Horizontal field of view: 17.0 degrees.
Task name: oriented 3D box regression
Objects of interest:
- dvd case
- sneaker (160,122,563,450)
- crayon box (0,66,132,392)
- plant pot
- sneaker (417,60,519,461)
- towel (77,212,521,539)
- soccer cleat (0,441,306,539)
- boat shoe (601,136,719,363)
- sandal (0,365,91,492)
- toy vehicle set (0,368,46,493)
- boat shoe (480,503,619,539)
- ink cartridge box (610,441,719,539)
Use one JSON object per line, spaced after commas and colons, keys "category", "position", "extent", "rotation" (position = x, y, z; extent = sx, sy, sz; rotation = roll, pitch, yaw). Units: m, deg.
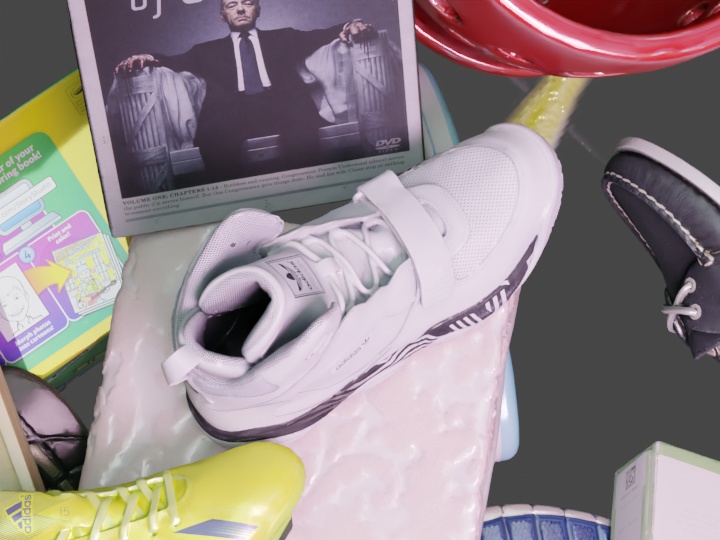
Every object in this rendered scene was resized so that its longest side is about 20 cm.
{"category": "dvd case", "position": [-0.050, -0.106, 1.050], "extent": [0.149, 0.201, 0.025], "rotation": [-9, 43, -4]}
{"category": "sneaker", "position": [0.000, 0.000, 1.032], "extent": [0.200, 0.115, 0.075], "rotation": [-37, 73, 1]}
{"category": "crayon box", "position": [-0.156, -0.010, 1.175], "extent": [0.200, 0.058, 0.119], "rotation": [-34, 82, -2]}
{"category": "plant pot", "position": [0.091, -0.185, 1.112], "extent": [0.199, 0.182, 0.202], "rotation": [1, 88, -18]}
{"category": "sneaker", "position": [-0.003, 0.003, 1.159], "extent": [0.130, 0.080, 0.201], "rotation": [-11, 81, -1]}
{"category": "towel", "position": [-0.032, 0.077, 1.097], "extent": [0.190, 0.032, 0.201], "rotation": [8, 78, 13]}
{"category": "soccer cleat", "position": [-0.119, 0.120, 1.042], "extent": [0.199, 0.065, 0.084], "rotation": [-27, 116, 7]}
{"category": "boat shoe", "position": [0.181, 0.022, 1.151], "extent": [0.060, 0.076, 0.200], "rotation": [-44, 82, -10]}
{"category": "sandal", "position": [-0.133, 0.134, 1.149], "extent": [0.080, 0.057, 0.202], "rotation": [-29, 100, -19]}
{"category": "toy vehicle set", "position": [-0.233, 0.039, 1.100], "extent": [0.124, 0.027, 0.201], "rotation": [-22, 78, 0]}
{"category": "boat shoe", "position": [0.039, 0.151, 1.138], "extent": [0.199, 0.072, 0.073], "rotation": [-5, 81, -3]}
{"category": "ink cartridge box", "position": [0.180, 0.189, 1.079], "extent": [0.145, 0.048, 0.201], "rotation": [19, 57, -18]}
